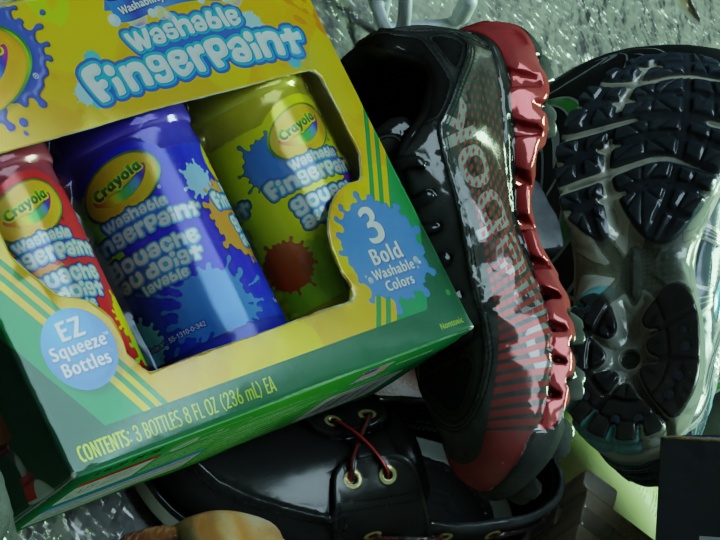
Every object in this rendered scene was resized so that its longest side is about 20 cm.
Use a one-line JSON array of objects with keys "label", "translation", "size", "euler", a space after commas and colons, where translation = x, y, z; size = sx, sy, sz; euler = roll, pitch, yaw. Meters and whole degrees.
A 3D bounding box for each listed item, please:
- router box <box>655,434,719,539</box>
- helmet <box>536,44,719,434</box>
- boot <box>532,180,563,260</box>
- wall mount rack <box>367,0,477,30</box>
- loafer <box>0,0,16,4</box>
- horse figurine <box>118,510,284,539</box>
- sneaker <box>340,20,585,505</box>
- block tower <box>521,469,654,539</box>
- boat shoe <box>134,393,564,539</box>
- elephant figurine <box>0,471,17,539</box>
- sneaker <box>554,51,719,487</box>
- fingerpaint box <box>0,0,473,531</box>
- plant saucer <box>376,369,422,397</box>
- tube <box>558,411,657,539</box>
[{"label": "router box", "translation": [0.153, 0.168, 1.174], "size": [0.157, 0.052, 0.201], "euler": [14, 79, -74]}, {"label": "helmet", "translation": [0.147, -0.007, 1.375], "size": [0.200, 0.200, 0.191], "euler": [44, 11, -22]}, {"label": "boot", "translation": [-0.024, -0.062, 1.190], "size": [0.199, 0.066, 0.166], "euler": [-5, 72, -35]}, {"label": "wall mount rack", "translation": [0.030, -0.217, 1.429], "size": [0.074, 0.174, 0.201], "euler": [-7, 58, -16]}, {"label": "loafer", "translation": [-0.169, -0.157, 1.122], "size": [0.076, 0.068, 0.201], "euler": [10, 52, -56]}, {"label": "horse figurine", "translation": [-0.025, 0.137, 1.046], "size": [0.199, 0.050, 0.133], "euler": [28, 25, -34]}, {"label": "sneaker", "translation": [0.031, -0.009, 1.121], "size": [0.098, 0.071, 0.202], "euler": [12, 64, -38]}, {"label": "block tower", "translation": [0.077, 0.174, 1.136], "size": [0.058, 0.054, 0.201], "euler": [36, 41, -18]}, {"label": "boat shoe", "translation": [-0.004, 0.077, 1.131], "size": [0.201, 0.063, 0.074], "euler": [12, 46, -42]}, {"label": "elephant figurine", "translation": [-0.123, 0.139, 0.829], "size": [0.201, 0.155, 0.141], "euler": [58, -19, -20]}, {"label": "sneaker", "translation": [0.124, 0.000, 1.249], "size": [0.086, 0.077, 0.201], "euler": [64, 33, -57]}, {"label": "fingerpaint box", "translation": [-0.079, -0.016, 1.034], "size": [0.199, 0.073, 0.168], "euler": [-18, 78, -43]}, {"label": "plant saucer", "translation": [0.000, 0.000, 1.270], "size": [0.200, 0.037, 0.201], "euler": [39, 31, -29]}, {"label": "tube", "translation": [0.113, 0.105, 1.303], "size": [0.200, 0.052, 0.058], "euler": [54, 48, -39]}]
